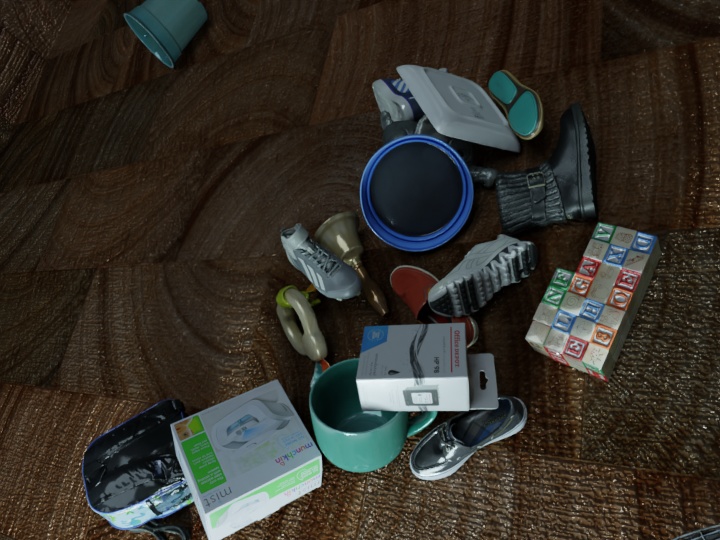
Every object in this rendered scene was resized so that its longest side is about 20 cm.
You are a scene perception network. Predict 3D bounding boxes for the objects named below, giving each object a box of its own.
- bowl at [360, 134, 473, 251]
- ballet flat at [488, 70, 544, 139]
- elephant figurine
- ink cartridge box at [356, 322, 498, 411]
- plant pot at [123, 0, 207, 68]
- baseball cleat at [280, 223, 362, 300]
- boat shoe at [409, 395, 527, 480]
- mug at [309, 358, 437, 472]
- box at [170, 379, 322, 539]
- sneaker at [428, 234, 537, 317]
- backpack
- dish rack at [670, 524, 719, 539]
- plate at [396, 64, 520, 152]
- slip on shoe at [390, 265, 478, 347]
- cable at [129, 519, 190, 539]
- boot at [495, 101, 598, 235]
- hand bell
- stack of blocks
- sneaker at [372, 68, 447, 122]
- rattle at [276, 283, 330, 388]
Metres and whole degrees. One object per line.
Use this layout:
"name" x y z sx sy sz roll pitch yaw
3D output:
"bowl" 0.097 -0.135 1.008 0.198 0.203 0.040 -30 16 17
"ballet flat" 0.287 -0.289 1.016 0.069 0.062 0.203 -50 36 32
"elephant figurine" 0.145 -0.224 1.058 0.196 0.157 0.143 -15 36 21
"ink cartridge box" 0.098 0.139 0.844 0.194 0.068 0.117 -4 34 10
"plant pot" -0.595 -0.784 1.811 0.197 0.201 0.199 -48 49 -8
"baseball cleat" -0.082 -0.019 1.033 0.198 0.107 0.070 27 67 39
"boat shoe" 0.149 0.241 0.843 0.197 0.066 0.071 -30 53 17
"mug" 0.014 0.235 0.891 0.182 0.117 0.152 17 41 29
"box" -0.188 0.308 0.954 0.196 0.098 0.177 -18 44 -25
"sneaker" 0.184 0.005 0.917 0.197 0.076 0.081 -27 38 -17
"backpack" -0.391 0.368 1.065 0.196 0.149 0.184 -23 50 -12
"dish rack" 0.399 0.385 0.610 0.151 0.054 0.203 -28 52 17
"plate" 0.180 -0.296 1.028 0.033 0.195 0.203 -56 42 37
"slip on shoe" 0.110 0.056 0.958 0.200 0.060 0.075 46 125 39
"cable" -0.401 0.480 1.097 0.198 0.050 0.098 29 80 40
"boot" 0.299 -0.168 0.948 0.155 0.079 0.216 -8 63 30
"hand bell" 0.000 0.000 1.071 0.103 0.104 0.202 -37 62 11
"stack of blocks" 0.334 0.037 0.830 0.114 0.058 0.203 21 79 39
"sneaker" 0.118 -0.366 1.189 0.144 0.082 0.201 -26 34 -6
"rattle" -0.066 0.112 1.080 0.201 0.141 0.131 50 130 25
